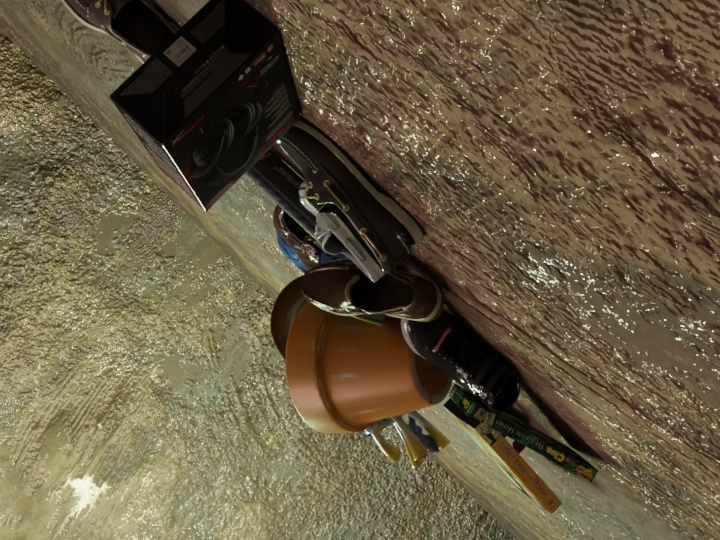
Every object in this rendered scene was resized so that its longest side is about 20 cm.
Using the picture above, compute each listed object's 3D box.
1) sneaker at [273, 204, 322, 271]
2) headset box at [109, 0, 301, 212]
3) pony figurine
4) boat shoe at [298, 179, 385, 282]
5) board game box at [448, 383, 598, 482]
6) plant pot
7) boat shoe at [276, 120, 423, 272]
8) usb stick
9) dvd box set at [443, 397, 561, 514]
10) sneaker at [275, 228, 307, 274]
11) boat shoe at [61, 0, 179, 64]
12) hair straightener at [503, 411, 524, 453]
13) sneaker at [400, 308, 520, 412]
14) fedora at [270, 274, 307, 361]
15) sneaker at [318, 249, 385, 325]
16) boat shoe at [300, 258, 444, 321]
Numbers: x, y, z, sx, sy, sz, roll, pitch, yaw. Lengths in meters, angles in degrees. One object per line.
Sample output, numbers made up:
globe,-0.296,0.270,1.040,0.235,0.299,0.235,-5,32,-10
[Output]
sneaker,-0.059,-0.026,1.368,0.200,0.070,0.076,42,170,4
headset box,-0.142,-0.156,0.899,0.077,0.149,0.200,42,170,14
pony figurine,0.055,0.221,1.484,0.200,0.167,0.193,51,-160,18
boat shoe,-0.027,-0.053,1.122,0.200,0.067,0.074,34,167,46
board game box,0.218,0.219,1.236,0.199,0.024,0.105,30,-176,-9
plant pot,0.025,0.129,1.290,0.182,0.201,0.200,-7,138,35
boat shoe,-0.023,-0.083,0.990,0.201,0.061,0.072,42,171,7
usb stick,-0.087,-0.100,1.221,0.200,0.055,0.033,43,143,6
dvd box set,0.227,0.294,1.470,0.200,0.029,0.146,48,173,-15
sneaker,-0.069,-0.021,1.454,0.200,0.066,0.079,37,165,36
boat shoe,-0.281,-0.304,1.086,0.200,0.072,0.059,41,165,-8
hair straightener,0.225,0.243,1.435,0.077,0.041,0.200,40,176,22
sneaker,0.137,0.111,1.168,0.200,0.071,0.099,43,171,-34
fedora,-0.046,0.083,1.490,0.201,0.201,0.082,44,150,-6
sneaker,0.000,0.000,1.255,0.074,0.083,0.200,12,-161,-26
boat shoe,0.002,0.020,1.128,0.201,0.075,0.075,3,175,32
